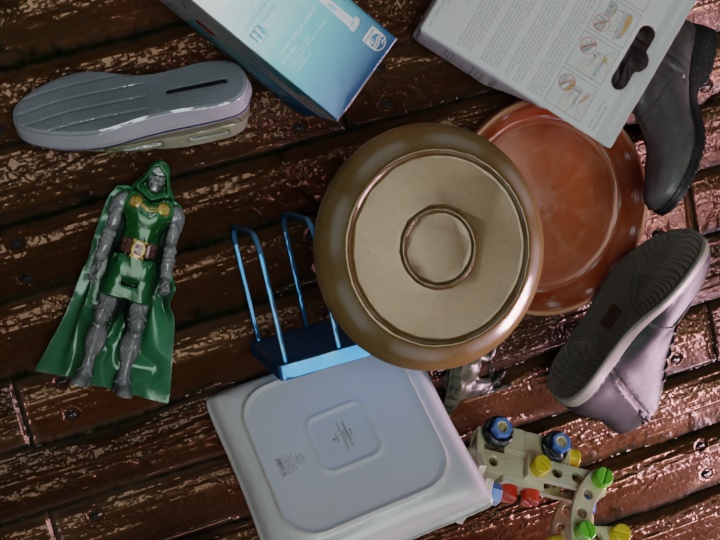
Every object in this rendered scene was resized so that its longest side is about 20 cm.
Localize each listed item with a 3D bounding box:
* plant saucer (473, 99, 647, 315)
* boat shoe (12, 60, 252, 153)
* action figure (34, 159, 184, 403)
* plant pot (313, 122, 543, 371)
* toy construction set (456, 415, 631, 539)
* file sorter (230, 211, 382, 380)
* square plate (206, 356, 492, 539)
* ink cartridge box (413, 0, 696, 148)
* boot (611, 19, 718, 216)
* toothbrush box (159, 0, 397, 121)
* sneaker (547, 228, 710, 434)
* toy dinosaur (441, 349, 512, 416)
[{"bbox_3d":[0.170,-0.061,1.262,0.197,0.032,0.204,-3,99,-16],"label":"plant saucer"},{"bbox_3d":[-0.186,-0.124,1.135,0.197,0.073,0.062,-7,145,-3],"label":"boat shoe"},{"bbox_3d":[-0.196,0.004,1.162,0.117,0.055,0.203,14,91,-14],"label":"action figure"},{"bbox_3d":[0.060,-0.018,1.103,0.197,0.027,0.203,-1,93,-14],"label":"plant pot"},{"bbox_3d":[0.153,0.206,1.246,0.198,0.092,0.133,24,55,-25],"label":"toy construction set"},{"bbox_3d":[0.000,0.000,1.170,0.197,0.139,0.125,-15,99,-13],"label":"file sorter"},{"bbox_3d":[-0.013,0.150,1.176,0.196,0.201,0.029,-20,147,-11],"label":"square plate"},{"bbox_3d":[0.170,-0.225,1.204,0.199,0.057,0.164,31,89,-6],"label":"ink cartridge box"},{"bbox_3d":[0.244,-0.157,1.235,0.130,0.070,0.203,20,65,-16],"label":"boot"},{"bbox_3d":[-0.086,-0.217,1.106,0.199,0.146,0.086,39,87,-18],"label":"toothbrush box"},{"bbox_3d":[0.268,0.057,1.276,0.106,0.075,0.201,31,104,-38],"label":"sneaker"},{"bbox_3d":[0.102,0.095,1.244,0.088,0.047,0.202,-35,149,-39],"label":"toy dinosaur"}]
